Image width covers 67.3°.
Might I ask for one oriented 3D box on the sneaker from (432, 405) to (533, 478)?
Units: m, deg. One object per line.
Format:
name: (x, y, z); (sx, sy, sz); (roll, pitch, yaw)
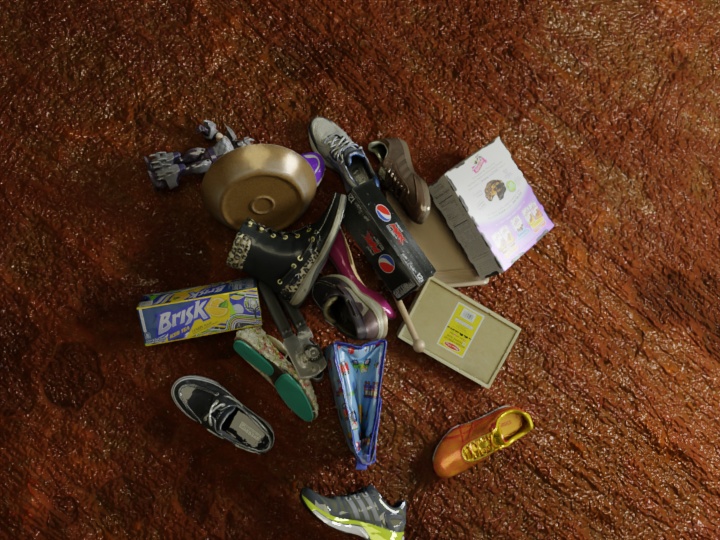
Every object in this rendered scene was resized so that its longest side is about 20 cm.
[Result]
sneaker: (0.212, 0.297, 0.953); (0.197, 0.077, 0.074); (-30, 87, -11)

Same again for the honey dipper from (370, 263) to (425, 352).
honey dipper: (0.069, 0.053, 0.963); (0.037, 0.038, 0.203); (-20, 64, -11)

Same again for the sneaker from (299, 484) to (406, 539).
sneaker: (-0.010, 0.399, 0.911); (0.196, 0.074, 0.083); (24, 68, -10)

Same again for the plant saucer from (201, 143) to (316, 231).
plant saucer: (-0.167, -0.121, 0.911); (0.194, 0.202, 0.036); (-9, 54, -10)

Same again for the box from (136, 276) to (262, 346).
box: (-0.269, 0.067, 0.917); (0.194, 0.064, 0.072); (-9, 109, -9)

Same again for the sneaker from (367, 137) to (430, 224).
sneaker: (0.065, -0.164, 0.992); (0.073, 0.071, 0.203); (0, 50, -22)

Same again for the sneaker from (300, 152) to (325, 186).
sneaker: (-0.149, -0.161, 0.967); (0.197, 0.100, 0.071); (-29, 80, -10)

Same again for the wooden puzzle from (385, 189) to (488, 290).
wooden puzzle: (0.144, -0.064, 1.032); (0.179, 0.037, 0.206); (-4, 76, -9)

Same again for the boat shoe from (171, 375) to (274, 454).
boat shoe: (-0.230, 0.241, 0.900); (0.198, 0.068, 0.073); (36, 76, -1)

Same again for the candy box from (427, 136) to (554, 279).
candy box: (0.242, -0.117, 1.006); (0.166, 0.071, 0.203); (-34, 92, -28)

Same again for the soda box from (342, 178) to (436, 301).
soda box: (0.042, -0.054, 0.942); (0.070, 0.063, 0.202); (-31, 86, -48)

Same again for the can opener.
can opener: (-0.120, 0.103, 0.944); (0.052, 0.067, 0.202); (-24, 64, -16)

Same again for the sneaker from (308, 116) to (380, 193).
sneaker: (-0.024, -0.213, 1.005); (0.077, 0.085, 0.201); (-38, 86, -13)

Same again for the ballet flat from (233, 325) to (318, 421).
ballet flat: (-0.133, 0.167, 0.932); (0.200, 0.075, 0.064); (47, 43, -3)

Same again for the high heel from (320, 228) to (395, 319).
high heel: (0.000, 0.000, 0.976); (0.198, 0.067, 0.097); (37, 87, 3)

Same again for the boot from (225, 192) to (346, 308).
boot: (-0.122, -0.059, 0.900); (0.151, 0.074, 0.207); (26, 98, -5)

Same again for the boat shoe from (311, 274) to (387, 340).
boat shoe: (-0.033, 0.059, 0.884); (0.063, 0.199, 0.074); (-6, 114, -34)

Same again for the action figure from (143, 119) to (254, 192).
action figure: (-0.280, -0.200, 0.968); (0.196, 0.070, 0.132); (-22, 60, -15)

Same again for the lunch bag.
lunch bag: (-0.007, 0.223, 0.894); (0.091, 0.151, 0.206); (-1, 80, -8)

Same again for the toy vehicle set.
toy vehicle set: (0.178, 0.110, 0.982); (0.197, 0.027, 0.126); (30, 95, -5)
